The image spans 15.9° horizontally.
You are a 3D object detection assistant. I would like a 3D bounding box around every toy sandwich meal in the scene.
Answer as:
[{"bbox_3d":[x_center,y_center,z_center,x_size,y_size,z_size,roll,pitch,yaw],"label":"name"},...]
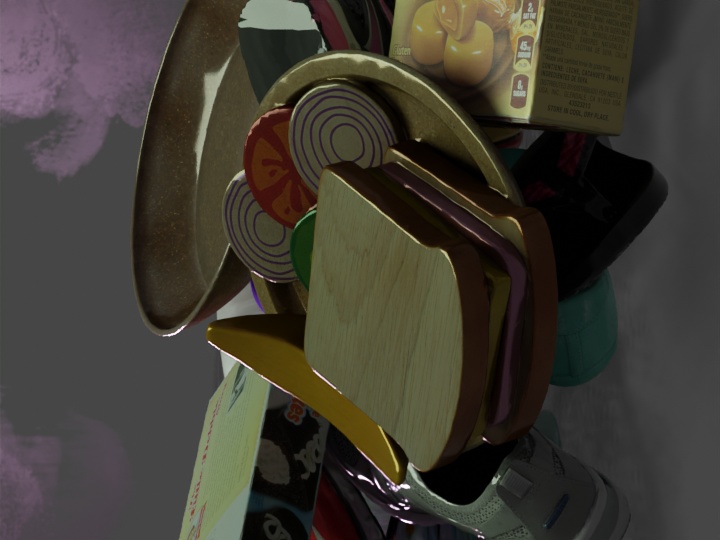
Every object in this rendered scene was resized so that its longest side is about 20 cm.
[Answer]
[{"bbox_3d":[0.002,0.003,1.112,0.205,0.070,0.206,22,123,40],"label":"toy sandwich meal"}]

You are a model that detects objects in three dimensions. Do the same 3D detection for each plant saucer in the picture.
[{"bbox_3d":[-0.071,-0.062,1.335,0.200,0.037,0.201,-170,90,-68],"label":"plant saucer"}]

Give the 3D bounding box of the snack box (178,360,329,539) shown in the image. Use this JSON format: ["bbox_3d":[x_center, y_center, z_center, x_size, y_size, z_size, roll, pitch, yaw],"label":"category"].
[{"bbox_3d":[-0.054,0.112,1.252,0.116,0.037,0.200,125,161,-45],"label":"snack box"}]

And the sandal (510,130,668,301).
[{"bbox_3d":[0.086,-0.040,1.146,0.075,0.045,0.200,-44,16,7],"label":"sandal"}]

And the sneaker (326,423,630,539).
[{"bbox_3d":[0.041,0.079,1.207,0.200,0.082,0.075,16,71,53],"label":"sneaker"}]

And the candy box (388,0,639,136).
[{"bbox_3d":[0.072,-0.162,1.112,0.115,0.055,0.201,9,92,57],"label":"candy box"}]

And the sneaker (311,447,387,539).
[{"bbox_3d":[-0.038,0.162,1.363,0.077,0.085,0.200,55,154,31],"label":"sneaker"}]

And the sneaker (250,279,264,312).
[{"bbox_3d":[-0.045,-0.035,1.400,0.070,0.099,0.200,59,-151,-32],"label":"sneaker"}]

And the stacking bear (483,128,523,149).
[{"bbox_3d":[0.043,-0.092,1.369,0.114,0.121,0.201,-85,-12,-77],"label":"stacking bear"}]

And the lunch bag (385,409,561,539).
[{"bbox_3d":[0.062,0.172,1.294,0.161,0.077,0.201,101,167,-51],"label":"lunch bag"}]

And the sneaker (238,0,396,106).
[{"bbox_3d":[0.021,-0.046,1.192,0.080,0.086,0.201,-7,103,49],"label":"sneaker"}]

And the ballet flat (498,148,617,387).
[{"bbox_3d":[0.081,0.003,1.235,0.200,0.067,0.071,-106,4,-68],"label":"ballet flat"}]

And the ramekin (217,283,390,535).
[{"bbox_3d":[-0.009,0.065,1.472,0.200,0.105,0.201,-14,-90,-81],"label":"ramekin"}]
